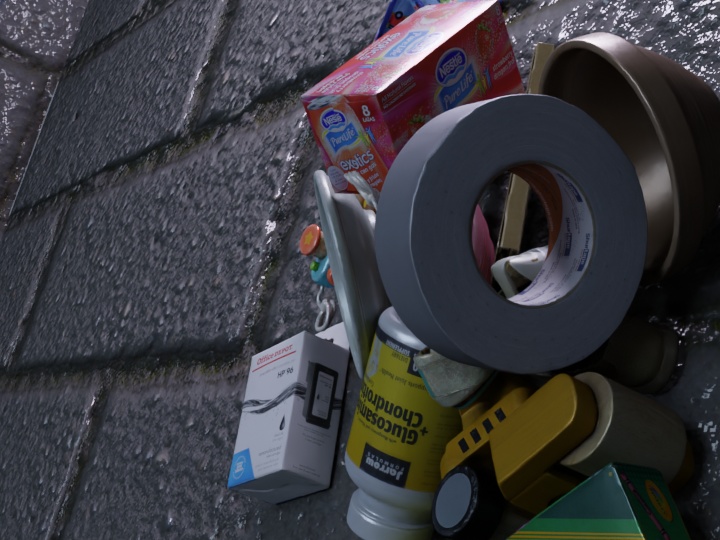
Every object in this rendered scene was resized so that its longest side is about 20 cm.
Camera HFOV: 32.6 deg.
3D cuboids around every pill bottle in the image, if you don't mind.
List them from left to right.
[{"bbox_3d":[0.049,0.141,1.096,0.112,0.111,0.202,39,119,61],"label":"pill bottle"}]

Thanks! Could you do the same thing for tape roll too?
[{"bbox_3d":[0.113,-0.026,0.910,0.066,0.199,0.202,4,72,67],"label":"tape roll"}]

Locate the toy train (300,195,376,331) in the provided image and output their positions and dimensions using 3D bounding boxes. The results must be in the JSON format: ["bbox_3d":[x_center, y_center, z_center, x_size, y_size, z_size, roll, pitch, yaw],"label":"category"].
[{"bbox_3d":[-0.012,-0.036,1.301,0.200,0.055,0.151,-50,23,36],"label":"toy train"}]

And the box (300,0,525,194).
[{"bbox_3d":[0.051,-0.157,1.107,0.095,0.100,0.200,4,35,42],"label":"box"}]

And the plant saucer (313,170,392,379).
[{"bbox_3d":[0.000,0.000,1.163,0.200,0.050,0.202,167,90,-87],"label":"plant saucer"}]

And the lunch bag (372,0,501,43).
[{"bbox_3d":[0.049,-0.238,1.380,0.200,0.094,0.151,-50,1,35],"label":"lunch bag"}]

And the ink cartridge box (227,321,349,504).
[{"bbox_3d":[-0.076,0.145,1.368,0.116,0.067,0.202,-27,46,48],"label":"ink cartridge box"}]

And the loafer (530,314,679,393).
[{"bbox_3d":[0.175,0.054,1.018,0.199,0.067,0.077,-1,67,59],"label":"loafer"}]

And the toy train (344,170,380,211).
[{"bbox_3d":[0.046,-0.003,1.054,0.150,0.200,0.056,40,90,33],"label":"toy train"}]

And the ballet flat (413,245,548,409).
[{"bbox_3d":[0.117,0.025,0.983,0.200,0.062,0.067,-46,12,-27],"label":"ballet flat"}]

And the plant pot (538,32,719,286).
[{"bbox_3d":[0.229,-0.097,0.975,0.201,0.092,0.203,160,90,-76],"label":"plant pot"}]

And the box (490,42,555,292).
[{"bbox_3d":[0.146,-0.079,1.124,0.164,0.021,0.202,82,-161,-69],"label":"box"}]

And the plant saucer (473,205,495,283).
[{"bbox_3d":[0.069,0.019,1.230,0.201,0.051,0.202,-46,30,36],"label":"plant saucer"}]

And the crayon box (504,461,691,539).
[{"bbox_3d":[0.181,0.247,0.824,0.119,0.058,0.201,-45,49,34],"label":"crayon box"}]

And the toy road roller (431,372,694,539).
[{"bbox_3d":[0.144,0.130,0.954,0.200,0.122,0.147,-45,33,34],"label":"toy road roller"}]
